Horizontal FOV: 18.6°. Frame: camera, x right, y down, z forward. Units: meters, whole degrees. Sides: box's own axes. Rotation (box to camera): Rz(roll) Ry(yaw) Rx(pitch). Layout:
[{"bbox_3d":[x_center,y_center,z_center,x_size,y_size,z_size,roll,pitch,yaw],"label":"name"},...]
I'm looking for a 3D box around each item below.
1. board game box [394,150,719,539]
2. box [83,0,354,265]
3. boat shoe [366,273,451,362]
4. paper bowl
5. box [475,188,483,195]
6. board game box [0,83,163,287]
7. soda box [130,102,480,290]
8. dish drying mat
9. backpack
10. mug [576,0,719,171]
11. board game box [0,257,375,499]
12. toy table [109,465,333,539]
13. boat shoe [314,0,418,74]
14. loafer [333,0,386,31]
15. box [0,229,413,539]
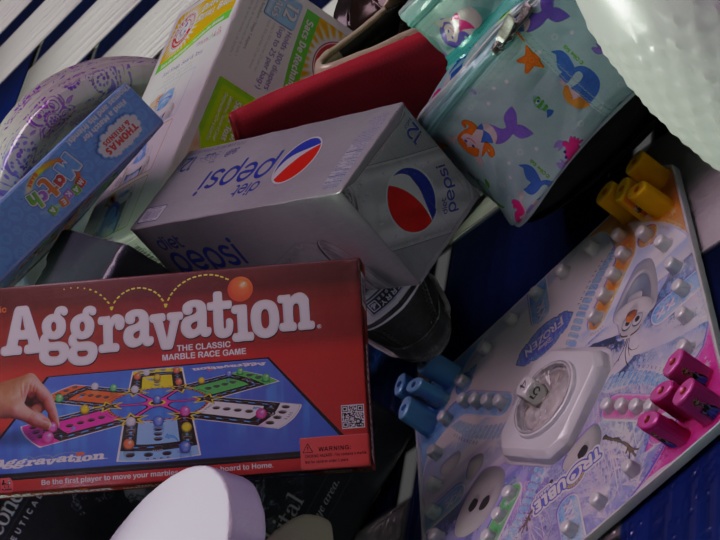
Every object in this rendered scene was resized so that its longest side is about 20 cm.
[{"bbox_3d":[0.088,0.061,1.057,0.200,0.026,0.200,-45,25,26],"label":"board game box"},{"bbox_3d":[-0.079,-0.068,1.347,0.101,0.112,0.201,-22,42,54],"label":"box"},{"bbox_3d":[0.002,-0.002,1.212,0.074,0.068,0.199,-46,24,-5],"label":"boat shoe"},{"bbox_3d":[-0.156,-0.042,1.460,0.201,0.200,0.104,-58,21,-3],"label":"paper bowl"},{"bbox_3d":[-0.011,-0.018,1.344,0.200,0.040,0.137,-48,23,19],"label":"box"},{"bbox_3d":[-0.200,-0.017,1.260,0.151,0.037,0.200,-47,4,-26],"label":"board game box"},{"bbox_3d":[-0.033,-0.029,1.142,0.199,0.068,0.064,-7,41,53],"label":"soda box"},{"bbox_3d":[0.025,-0.101,1.218,0.199,0.077,0.018,-22,55,-6],"label":"dish drying mat"},{"bbox_3d":[0.107,-0.126,1.109,0.200,0.150,0.178,-55,-1,24],"label":"backpack"},{"bbox_3d":[0.187,-0.133,0.916,0.147,0.175,0.201,-13,49,59],"label":"mug"},{"bbox_3d":[-0.094,0.053,1.065,0.019,0.199,0.104,63,-157,-73],"label":"board game box"},{"bbox_3d":[-0.062,0.183,1.044,0.200,0.117,0.185,-43,36,45],"label":"toy table"},{"bbox_3d":[0.044,-0.153,1.322,0.071,0.063,0.200,3,41,47],"label":"boat shoe"},{"bbox_3d":[0.046,-0.223,1.480,0.071,0.073,0.201,-13,52,45],"label":"loafer"},{"bbox_3d":[-0.113,0.114,1.168,0.197,0.200,0.117,-60,23,-8],"label":"box"}]
